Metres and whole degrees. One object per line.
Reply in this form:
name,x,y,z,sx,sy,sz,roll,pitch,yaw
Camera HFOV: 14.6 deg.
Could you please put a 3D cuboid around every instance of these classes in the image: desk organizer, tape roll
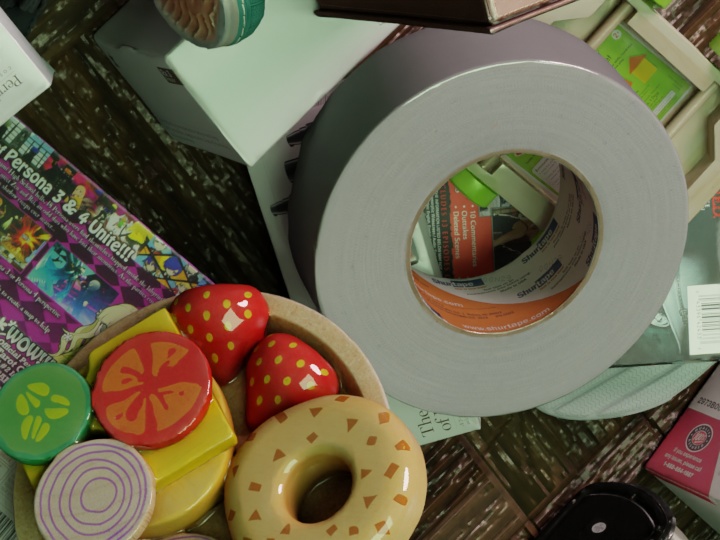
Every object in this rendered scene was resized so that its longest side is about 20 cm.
desk organizer,0.037,-0.163,1.318,0.071,0.200,0.077,-22,105,-20
tape roll,0.065,-0.027,1.441,0.199,0.066,0.202,-7,118,-13

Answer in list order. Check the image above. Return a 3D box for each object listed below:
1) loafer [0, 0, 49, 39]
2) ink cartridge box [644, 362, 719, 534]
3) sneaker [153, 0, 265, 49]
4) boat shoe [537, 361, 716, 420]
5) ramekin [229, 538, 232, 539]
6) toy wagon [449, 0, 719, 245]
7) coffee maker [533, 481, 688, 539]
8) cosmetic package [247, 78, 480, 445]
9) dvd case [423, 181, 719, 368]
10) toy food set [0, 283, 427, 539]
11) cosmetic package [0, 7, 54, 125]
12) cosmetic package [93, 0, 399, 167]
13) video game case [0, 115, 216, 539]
loafer,-0.156,-0.185,1.378,0.072,0.063,0.201,-30,144,-53
ink cartridge box,0.282,0.073,1.631,0.084,0.145,0.200,40,82,-26
sneaker,-0.075,-0.183,1.388,0.079,0.200,0.072,-10,133,-20
boat shoe,0.184,0.024,1.617,0.199,0.071,0.072,-26,102,6
ramekin,-0.088,0.138,1.448,0.203,0.202,0.094,-51,127,-8
toy wagon,0.112,-0.095,1.488,0.200,0.040,0.155,38,101,-23
coffee maker,0.158,0.253,1.633,0.192,0.135,0.200,-38,114,11
cosmetic package,0.000,0.000,1.521,0.082,0.051,0.201,-16,108,8
dvd case,0.111,-0.015,1.560,0.198,0.022,0.147,-4,103,1
toy food set,-0.078,0.097,1.341,0.197,0.201,0.049,-31,150,-2
cosmetic package,-0.270,-0.089,1.348,0.200,0.052,0.151,-39,104,4
cosmetic package,-0.031,-0.154,1.459,0.200,0.113,0.081,-45,115,-9
video game case,-0.186,0.030,1.419,0.200,0.036,0.182,39,82,0
